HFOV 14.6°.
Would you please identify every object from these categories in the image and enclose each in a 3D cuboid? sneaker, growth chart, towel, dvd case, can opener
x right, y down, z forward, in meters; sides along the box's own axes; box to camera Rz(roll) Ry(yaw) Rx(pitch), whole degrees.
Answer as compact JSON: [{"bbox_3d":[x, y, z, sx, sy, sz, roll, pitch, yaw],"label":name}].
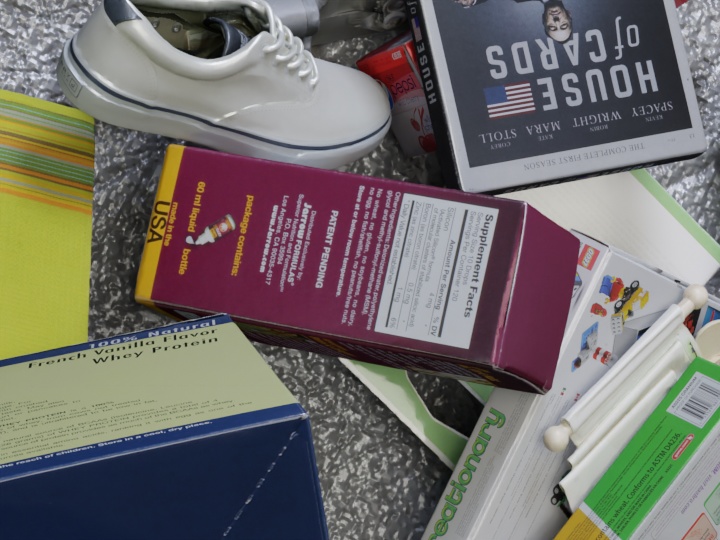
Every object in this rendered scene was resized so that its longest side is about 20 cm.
[{"bbox_3d":[-0.057,-0.101,1.449,0.199,0.071,0.073,6,48,-38],"label":"sneaker"},{"bbox_3d":[0.161,0.115,1.530,0.144,0.018,0.201,-37,132,-26],"label":"growth chart"},{"bbox_3d":[-0.178,-0.014,1.420,0.085,0.018,0.201,14,47,-18],"label":"towel"},{"bbox_3d":[0.095,-0.147,1.493,0.149,0.025,0.202,-11,84,-21],"label":"dvd case"},{"bbox_3d":[-0.048,-0.147,1.523,0.199,0.053,0.067,-11,63,-19],"label":"can opener"}]

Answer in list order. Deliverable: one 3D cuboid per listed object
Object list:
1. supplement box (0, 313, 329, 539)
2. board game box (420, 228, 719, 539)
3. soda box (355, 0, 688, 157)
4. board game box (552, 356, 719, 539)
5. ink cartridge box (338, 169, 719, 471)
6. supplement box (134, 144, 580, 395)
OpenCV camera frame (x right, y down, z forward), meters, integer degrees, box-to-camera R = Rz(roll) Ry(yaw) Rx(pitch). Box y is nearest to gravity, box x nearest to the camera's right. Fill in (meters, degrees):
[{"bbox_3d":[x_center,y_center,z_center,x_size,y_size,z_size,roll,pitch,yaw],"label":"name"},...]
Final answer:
[{"bbox_3d":[-0.126,0.122,1.268,0.198,0.200,0.135,-11,104,-11],"label":"supplement box"},{"bbox_3d":[0.117,0.089,1.515,0.126,0.035,0.201,24,93,-46],"label":"board game box"},{"bbox_3d":[0.100,-0.138,1.546,0.199,0.070,0.064,-33,98,-23],"label":"soda box"},{"bbox_3d":[0.188,0.166,1.537,0.153,0.040,0.200,-49,135,-15],"label":"board game box"},{"bbox_3d":[0.089,0.016,1.558,0.145,0.048,0.200,44,79,-12],"label":"ink cartridge box"},{"bbox_3d":[0.000,0.000,1.442,0.199,0.110,0.086,10,84,20],"label":"supplement box"}]
